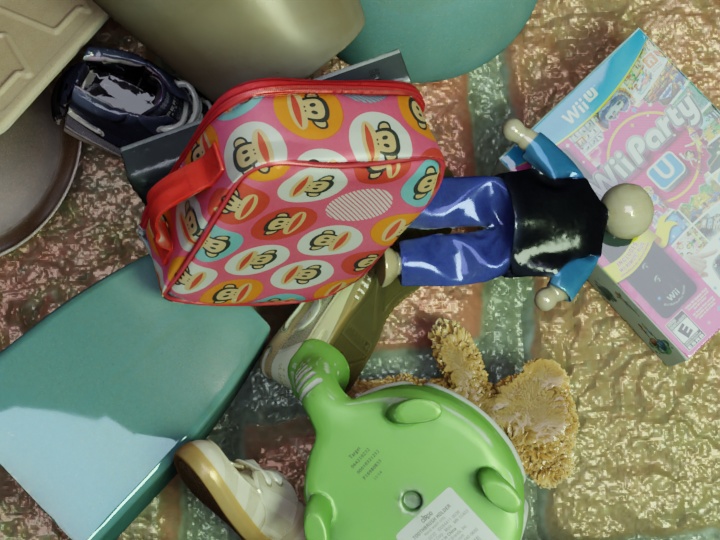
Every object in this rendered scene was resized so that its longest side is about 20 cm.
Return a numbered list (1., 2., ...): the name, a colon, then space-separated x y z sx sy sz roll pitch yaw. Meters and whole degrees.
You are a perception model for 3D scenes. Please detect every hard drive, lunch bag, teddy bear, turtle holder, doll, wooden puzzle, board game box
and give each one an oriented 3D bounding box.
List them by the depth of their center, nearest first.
1. lunch bag: -0.058 -0.045 1.123 0.175 0.200 0.082 -4 64 -31
2. turtle holder: 0.023 0.139 1.159 0.185 0.132 0.142 17 98 8
3. hard drive: -0.054 -0.078 1.203 0.199 0.140 0.033 -20 68 2
4. doll: 0.109 -0.038 1.209 0.199 0.048 0.137 -4 82 -8
5. wooden puzzle: -0.280 -0.178 1.247 0.185 0.046 0.200 24 52 19
6. teddy bear: 0.059 0.114 1.262 0.199 0.067 0.146 -23 75 3
7. board game box: 0.217 -0.053 1.277 0.147 0.064 0.200 -43 85 -5

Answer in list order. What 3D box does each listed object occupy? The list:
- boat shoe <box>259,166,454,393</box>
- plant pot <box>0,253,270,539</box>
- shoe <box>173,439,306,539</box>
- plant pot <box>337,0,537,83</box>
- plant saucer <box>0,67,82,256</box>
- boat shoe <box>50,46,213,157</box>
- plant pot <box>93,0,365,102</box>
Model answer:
1. boat shoe: 0.001 0.002 1.261 0.063 0.073 0.201 21 73 36
2. plant pot: -0.167 0.082 1.223 0.141 0.141 0.200 45 77 4
3. shoe: -0.070 0.159 1.193 0.070 0.200 0.053 36 77 33
4. plant pot: 0.044 -0.250 1.263 0.199 0.135 0.201 0 83 -1
5. plant saucer: -0.305 -0.100 1.293 0.199 0.032 0.201 0 83 -1
6. boat shoe: -0.125 -0.101 1.250 0.199 0.093 0.075 17 79 -11
7. plant pot: -0.091 -0.208 1.184 0.200 0.200 0.174 -37 104 -5
